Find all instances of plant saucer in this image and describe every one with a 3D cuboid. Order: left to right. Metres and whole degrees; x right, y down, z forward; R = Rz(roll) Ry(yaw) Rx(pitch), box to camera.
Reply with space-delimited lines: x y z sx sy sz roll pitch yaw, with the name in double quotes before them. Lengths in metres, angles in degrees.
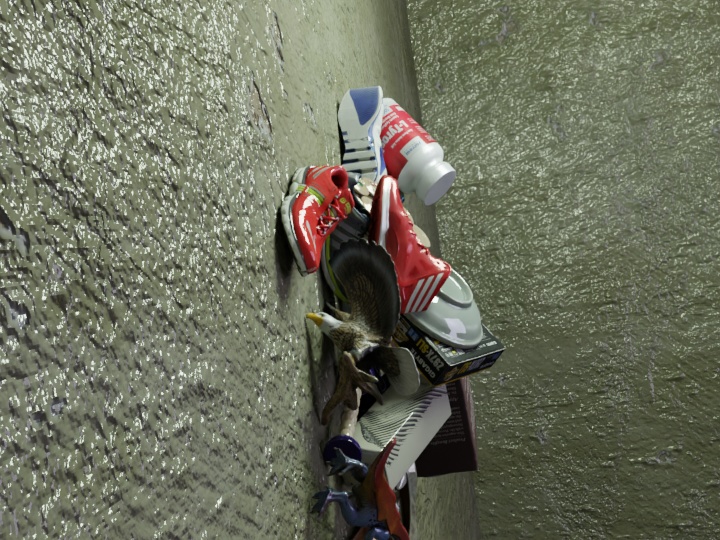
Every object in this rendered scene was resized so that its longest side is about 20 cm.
"plant saucer" 0.117 0.030 1.226 0.197 0.051 0.201 31 25 -15

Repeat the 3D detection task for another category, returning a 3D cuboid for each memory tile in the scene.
"memory tile" 0.031 -0.097 1.299 0.198 0.017 0.155 7 46 -57

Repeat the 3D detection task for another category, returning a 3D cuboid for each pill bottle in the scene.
"pill bottle" 0.086 -0.223 1.525 0.200 0.112 0.112 47 0 19

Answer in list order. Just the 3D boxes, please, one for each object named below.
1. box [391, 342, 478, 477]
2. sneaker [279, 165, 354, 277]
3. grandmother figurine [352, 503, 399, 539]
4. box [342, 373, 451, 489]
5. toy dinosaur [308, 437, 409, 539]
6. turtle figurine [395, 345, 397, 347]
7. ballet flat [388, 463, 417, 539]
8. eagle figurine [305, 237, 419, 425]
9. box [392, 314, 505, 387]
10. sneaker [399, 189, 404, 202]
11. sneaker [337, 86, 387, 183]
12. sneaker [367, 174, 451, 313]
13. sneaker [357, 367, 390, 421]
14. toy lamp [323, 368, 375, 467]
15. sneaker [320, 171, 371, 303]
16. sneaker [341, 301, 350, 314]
"box" 0.117 0.237 1.441 0.165 0.161 0.204 -77 157 -64
"sneaker" -0.049 -0.075 1.007 0.203 0.083 0.078 -86 163 -49
"grandmother figurine" 0.020 0.369 1.138 0.200 0.059 0.124 -41 149 -81
"box" 0.051 0.226 1.143 0.200 0.080 0.070 -40 122 -51
"toy dinosaur" 0.020 0.302 0.960 0.181 0.198 0.107 39 49 -25
"turtle figurine" 0.081 0.061 1.420 0.200 0.141 0.198 126 -16 -63
"ballet flat" 0.062 0.372 1.328 0.062 0.066 0.206 -16 98 -69
"eagle figurine" -0.003 0.075 1.050 0.152 0.149 0.202 53 29 -26
"box" 0.121 0.092 1.240 0.160 0.050 0.198 46 25 23
"sneaker" 0.040 -0.130 1.523 0.201 0.084 0.077 -74 155 -62
"sneaker" 0.006 -0.221 1.458 0.115 0.078 0.205 61 29 -70
"sneaker" 0.071 -0.034 1.156 0.078 0.112 0.206 132 -38 -75
"sneaker" 0.023 0.239 1.233 0.078 0.068 0.206 -23 105 -65
"toy lamp" -0.012 0.181 1.096 0.201 0.057 0.059 -79 158 -61
"sneaker" -0.020 -0.048 1.154 0.074 0.079 0.205 -72 152 -66
"sneaker" 0.000 0.000 1.249 0.073 0.069 0.205 -69 150 -68
